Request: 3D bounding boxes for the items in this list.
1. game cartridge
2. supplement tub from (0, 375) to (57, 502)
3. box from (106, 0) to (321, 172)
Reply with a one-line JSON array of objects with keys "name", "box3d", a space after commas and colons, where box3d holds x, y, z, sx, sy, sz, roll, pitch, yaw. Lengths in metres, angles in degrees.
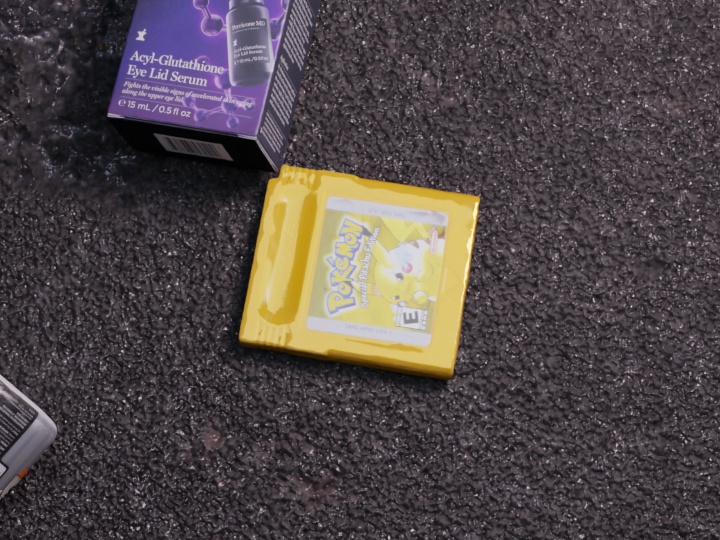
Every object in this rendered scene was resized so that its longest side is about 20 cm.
[{"name": "game cartridge", "box3d": [0.000, 0.000, 1.593, 0.200, 0.032, 0.176, 9, 75, 0]}, {"name": "supplement tub", "box3d": [-0.369, 0.176, 1.491, 0.123, 0.123, 0.200, 39, 78, 8]}, {"name": "box", "box3d": [-0.131, -0.206, 1.592, 0.148, 0.104, 0.200, 9, 77, 12]}]
